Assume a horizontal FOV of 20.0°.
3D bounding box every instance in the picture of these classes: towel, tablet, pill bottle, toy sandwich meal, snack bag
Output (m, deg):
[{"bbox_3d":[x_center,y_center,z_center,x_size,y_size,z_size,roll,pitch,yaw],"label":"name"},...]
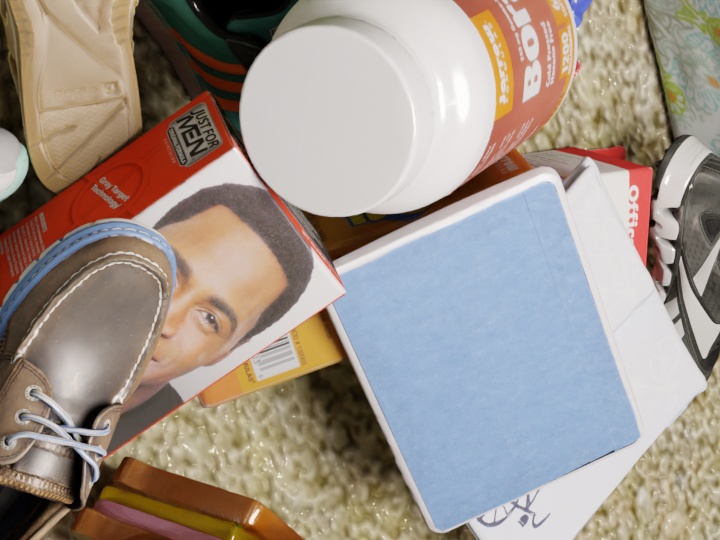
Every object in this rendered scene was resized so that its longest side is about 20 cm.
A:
[{"bbox_3d":[0.246,-0.094,1.204,0.048,0.171,0.201,-33,122,-26],"label":"towel"},{"bbox_3d":[0.065,0.045,1.038,0.130,0.014,0.200,-25,129,-1],"label":"tablet"},{"bbox_3d":[0.023,-0.091,0.959,0.200,0.112,0.113,-36,128,-62],"label":"pill bottle"},{"bbox_3d":[-0.040,0.154,1.018,0.205,0.204,0.071,38,61,-40],"label":"toy sandwich meal"},{"bbox_3d":[0.109,0.069,1.144,0.189,0.021,0.200,-47,129,-19],"label":"snack bag"}]

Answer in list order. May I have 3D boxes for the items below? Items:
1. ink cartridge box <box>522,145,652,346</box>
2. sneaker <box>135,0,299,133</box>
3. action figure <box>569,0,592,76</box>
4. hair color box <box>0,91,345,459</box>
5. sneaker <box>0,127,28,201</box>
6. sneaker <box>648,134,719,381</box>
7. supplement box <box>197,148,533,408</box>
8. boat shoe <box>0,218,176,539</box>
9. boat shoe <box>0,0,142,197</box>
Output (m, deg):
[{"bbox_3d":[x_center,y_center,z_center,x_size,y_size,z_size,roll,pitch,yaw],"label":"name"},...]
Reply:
[{"bbox_3d":[0.102,-0.004,1.176,0.199,0.067,0.117,-10,109,-38],"label":"ink cartridge box"},{"bbox_3d":[-0.050,-0.114,1.007,0.200,0.080,0.072,47,69,-38],"label":"sneaker"},{"bbox_3d":[0.093,-0.131,1.149,0.200,0.052,0.066,-48,131,-17],"label":"action figure"},{"bbox_3d":[-0.119,0.019,0.944,0.200,0.061,0.102,-35,124,4],"label":"hair color box"},{"bbox_3d":[-0.226,-0.096,0.867,0.199,0.078,0.141,-1,104,-40],"label":"sneaker"},{"bbox_3d":[0.219,0.013,1.235,0.066,0.090,0.201,-47,148,-36],"label":"sneaker"},{"bbox_3d":[0.000,0.000,1.039,0.199,0.067,0.069,-18,114,-7],"label":"supplement box"},{"bbox_3d":[-0.137,0.071,0.889,0.072,0.072,0.200,23,112,-26],"label":"boat shoe"},{"bbox_3d":[-0.137,-0.137,0.938,0.073,0.069,0.201,-3,111,-19],"label":"boat shoe"}]
